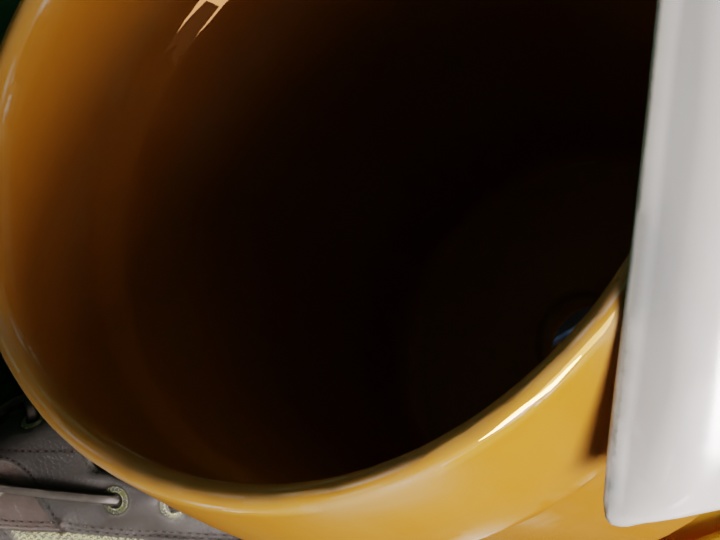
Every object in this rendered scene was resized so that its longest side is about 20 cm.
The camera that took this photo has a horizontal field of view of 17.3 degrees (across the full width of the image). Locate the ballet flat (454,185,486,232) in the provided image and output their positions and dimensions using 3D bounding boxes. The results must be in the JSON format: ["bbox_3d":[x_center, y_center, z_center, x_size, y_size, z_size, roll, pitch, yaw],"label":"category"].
[{"bbox_3d":[0.000,0.000,0.774,0.070,0.071,0.201,-3,123,-33],"label":"ballet flat"}]

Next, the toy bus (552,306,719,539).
[{"bbox_3d":[0.101,0.025,0.776,0.135,0.193,0.200,-22,177,25],"label":"toy bus"}]

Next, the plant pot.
[{"bbox_3d":[0.030,-0.009,0.627,0.200,0.200,0.183,-46,145,4],"label":"plant pot"}]

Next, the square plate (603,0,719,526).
[{"bbox_3d":[0.149,-0.042,0.498,0.197,0.028,0.201,-11,124,-21],"label":"square plate"}]

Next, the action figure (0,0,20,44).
[{"bbox_3d":[-0.030,-0.093,0.685,0.199,0.055,0.119,-7,124,-26],"label":"action figure"}]

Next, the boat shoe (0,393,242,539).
[{"bbox_3d":[-0.086,0.065,0.712,0.199,0.072,0.067,13,98,7],"label":"boat shoe"}]
